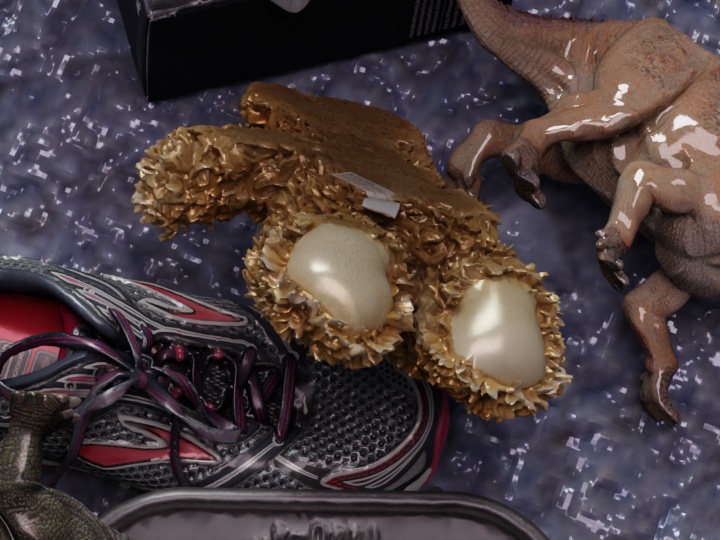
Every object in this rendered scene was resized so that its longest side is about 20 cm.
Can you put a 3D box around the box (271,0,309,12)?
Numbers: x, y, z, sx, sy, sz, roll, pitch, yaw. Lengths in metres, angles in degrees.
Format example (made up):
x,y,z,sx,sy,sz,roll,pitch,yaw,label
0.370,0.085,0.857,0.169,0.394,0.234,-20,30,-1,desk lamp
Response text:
x,y,z,sx,sy,sz,roll,pitch,yaw,label
-0.023,-0.218,0.947,0.152,0.106,0.200,33,71,8,box

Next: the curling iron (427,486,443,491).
x,y,z,sx,sy,sz,roll,pitch,yaw,label
0.088,0.147,0.943,0.050,0.026,0.200,-46,77,6,curling iron

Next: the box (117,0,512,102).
x,y,z,sx,sy,sz,roll,pitch,yaw,label
-0.035,-0.178,1.028,0.140,0.079,0.201,-12,72,-12,box

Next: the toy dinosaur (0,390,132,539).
x,y,z,sx,sy,sz,roll,pitch,yaw,label
-0.130,0.087,0.855,0.199,0.077,0.103,4,82,-19,toy dinosaur

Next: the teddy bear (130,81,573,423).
x,y,z,sx,sy,sz,roll,pitch,yaw,label
0.000,0.000,0.916,0.144,0.200,0.067,9,107,-30,teddy bear

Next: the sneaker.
x,y,z,sx,sy,sz,roll,pitch,yaw,label
-0.069,0.042,0.948,0.199,0.075,0.081,7,69,-2,sneaker

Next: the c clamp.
x,y,z,sx,sy,sz,roll,pitch,yaw,label
-0.025,0.154,0.927,0.199,0.027,0.172,-5,84,-2,c clamp

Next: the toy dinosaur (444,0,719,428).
x,y,z,sx,sy,sz,roll,pitch,yaw,label
0.115,-0.044,0.985,0.135,0.086,0.200,-41,77,-16,toy dinosaur
